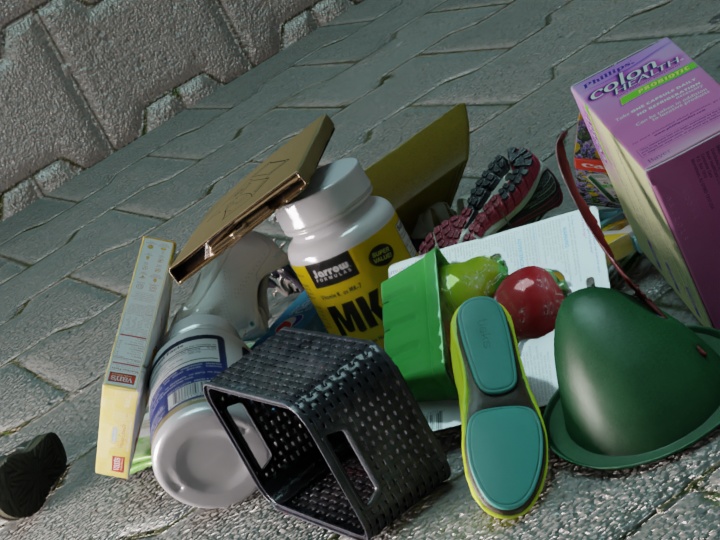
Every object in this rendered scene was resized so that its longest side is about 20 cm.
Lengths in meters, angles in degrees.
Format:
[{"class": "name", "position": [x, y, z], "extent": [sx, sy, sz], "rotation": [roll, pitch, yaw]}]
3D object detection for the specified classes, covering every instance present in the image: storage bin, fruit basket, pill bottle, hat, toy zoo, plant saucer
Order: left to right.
[{"class": "pill bottle", "position": [-0.144, 0.124, 1.600], "extent": [0.111, 0.111, 0.200], "rotation": [-26, 28, 6]}, {"class": "storage bin", "position": [-0.031, 0.132, 1.408], "extent": [0.094, 0.135, 0.200], "rotation": [-35, 18, -21]}, {"class": "pill bottle", "position": [0.000, 0.000, 1.641], "extent": [0.114, 0.200, 0.114], "rotation": [-26, 16, 8]}, {"class": "plant saucer", "position": [0.042, -0.068, 1.858], "extent": [0.200, 0.048, 0.200], "rotation": [-37, -17, -24]}, {"class": "fruit basket", "position": [0.121, 0.047, 1.454], "extent": [0.199, 0.094, 0.186], "rotation": [-13, 54, 13]}, {"class": "toy zoo", "position": [0.209, -0.024, 1.613], "extent": [0.131, 0.021, 0.200], "rotation": [-29, 12, -25]}, {"class": "hat", "position": [0.177, 0.026, 1.276], "extent": [0.165, 0.176, 0.200], "rotation": [-35, 25, -14]}]

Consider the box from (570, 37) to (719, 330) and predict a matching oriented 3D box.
[{"class": "box", "position": [0.274, -0.069, 1.396], "extent": [0.097, 0.176, 0.200], "rotation": [-28, 27, 2]}]

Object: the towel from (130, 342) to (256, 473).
[{"class": "towel", "position": [-0.167, 0.145, 1.772], "extent": [0.149, 0.031, 0.200], "rotation": [-17, 22, 40]}]

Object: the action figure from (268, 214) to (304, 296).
[{"class": "action figure", "position": [-0.082, -0.012, 1.990], "extent": [0.200, 0.102, 0.119], "rotation": [-28, 15, 14]}]

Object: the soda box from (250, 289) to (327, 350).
[{"class": "soda box", "position": [-0.042, 0.062, 1.763], "extent": [0.068, 0.064, 0.200], "rotation": [-17, 20, 38]}]

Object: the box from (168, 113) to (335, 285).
[{"class": "box", "position": [-0.102, -0.071, 1.641], "extent": [0.163, 0.021, 0.200], "rotation": [-37, 13, 18]}]

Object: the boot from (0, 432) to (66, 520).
[{"class": "boot", "position": [-0.431, 0.247, 1.831], "extent": [0.200, 0.073, 0.182], "rotation": [-17, 5, 15]}]

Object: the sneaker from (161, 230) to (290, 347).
[{"class": "sneaker", "position": [-0.137, 0.056, 1.719], "extent": [0.200, 0.088, 0.075], "rotation": [-64, -11, 11]}]

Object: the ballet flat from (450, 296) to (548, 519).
[{"class": "ballet flat", "position": [0.107, 0.114, 1.328], "extent": [0.067, 0.067, 0.200], "rotation": [-5, 55, -3]}]

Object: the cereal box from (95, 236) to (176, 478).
[{"class": "cereal box", "position": [-0.223, 0.086, 1.689], "extent": [0.039, 0.144, 0.200], "rotation": [11, 47, -3]}]

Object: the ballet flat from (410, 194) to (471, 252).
[{"class": "ballet flat", "position": [0.109, -0.046, 1.833], "extent": [0.200, 0.073, 0.073], "rotation": [-12, 23, 44]}]

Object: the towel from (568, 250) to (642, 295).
[{"class": "towel", "position": [0.160, 0.036, 1.579], "extent": [0.149, 0.031, 0.200], "rotation": [-12, 23, 42]}]

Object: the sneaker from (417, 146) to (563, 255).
[{"class": "sneaker", "position": [0.127, -0.027, 1.723], "extent": [0.200, 0.075, 0.081], "rotation": [-48, 34, 6]}]

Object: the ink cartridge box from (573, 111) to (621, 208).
[{"class": "ink cartridge box", "position": [0.253, -0.108, 1.569], "extent": [0.109, 0.051, 0.200], "rotation": [6, -14, 11]}]
